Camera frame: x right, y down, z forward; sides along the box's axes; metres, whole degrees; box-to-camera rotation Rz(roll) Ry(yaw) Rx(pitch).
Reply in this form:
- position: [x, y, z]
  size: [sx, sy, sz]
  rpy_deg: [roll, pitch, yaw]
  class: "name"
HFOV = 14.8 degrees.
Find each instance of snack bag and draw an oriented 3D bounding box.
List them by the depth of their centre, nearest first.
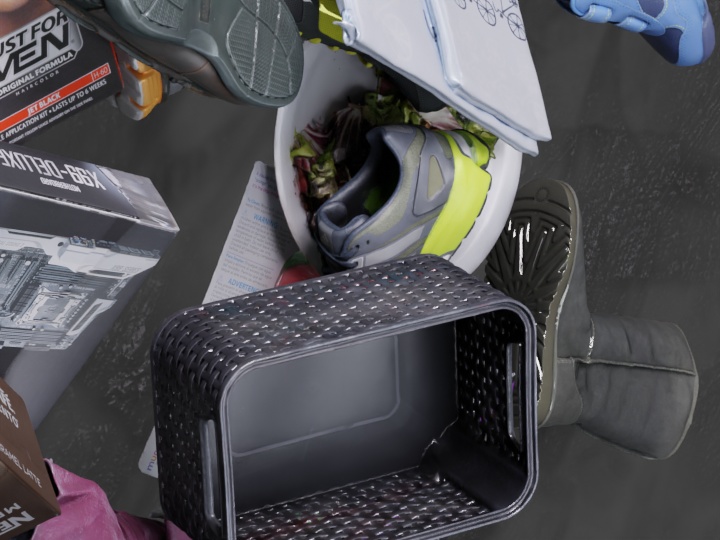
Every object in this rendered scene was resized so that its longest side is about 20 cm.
- position: [0.037, -0.179, 1.598]
  size: [0.021, 0.189, 0.200]
  rpy_deg: [-25, 149, 27]
  class: "snack bag"

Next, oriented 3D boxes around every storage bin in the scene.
- position: [-0.008, 0.081, 1.562]
  size: [0.199, 0.094, 0.136]
  rpy_deg: [-13, 113, -27]
  class: "storage bin"

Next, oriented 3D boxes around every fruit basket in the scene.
- position: [-0.043, 0.051, 1.725]
  size: [0.185, 0.094, 0.201]
  rpy_deg: [22, 82, -45]
  class: "fruit basket"

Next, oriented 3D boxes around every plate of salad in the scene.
- position: [0.032, -0.076, 1.700]
  size: [0.200, 0.048, 0.201]
  rpy_deg: [-5, 98, -39]
  class: "plate of salad"

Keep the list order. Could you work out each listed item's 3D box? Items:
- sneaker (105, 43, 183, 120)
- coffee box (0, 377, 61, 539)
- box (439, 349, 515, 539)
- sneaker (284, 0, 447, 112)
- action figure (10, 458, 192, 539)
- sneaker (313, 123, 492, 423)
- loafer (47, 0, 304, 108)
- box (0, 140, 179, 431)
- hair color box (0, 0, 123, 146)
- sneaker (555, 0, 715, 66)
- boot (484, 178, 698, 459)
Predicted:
- position: [-0.115, -0.182, 1.533]
  size: [0.077, 0.078, 0.201]
  rpy_deg: [-26, 138, -28]
  class: "sneaker"
- position: [-0.278, 0.121, 1.482]
  size: [0.199, 0.080, 0.114]
  rpy_deg: [-26, 149, 6]
  class: "coffee box"
- position: [0.037, 0.144, 1.791]
  size: [0.143, 0.036, 0.200]
  rpy_deg: [-45, 162, -20]
  class: "box"
- position: [-0.021, -0.160, 1.622]
  size: [0.085, 0.074, 0.200]
  rpy_deg: [-40, 116, -2]
  class: "sneaker"
- position: [-0.143, 0.168, 1.602]
  size: [0.200, 0.134, 0.150]
  rpy_deg: [13, 64, -46]
  class: "action figure"
- position: [0.000, 0.000, 1.635]
  size: [0.081, 0.074, 0.201]
  rpy_deg: [20, 95, -37]
  class: "sneaker"
- position: [-0.099, -0.137, 1.490]
  size: [0.200, 0.063, 0.072]
  rpy_deg: [27, 67, -60]
  class: "loafer"
- position: [-0.218, 0.021, 1.528]
  size: [0.157, 0.050, 0.200]
  rpy_deg: [14, 123, -43]
  class: "box"
- position: [-0.203, -0.165, 1.473]
  size: [0.101, 0.061, 0.201]
  rpy_deg: [-32, 129, -22]
  class: "hair color box"
- position: [0.154, -0.189, 1.758]
  size: [0.082, 0.074, 0.200]
  rpy_deg: [-48, 127, -6]
  class: "sneaker"
- position: [0.166, 0.036, 1.886]
  size: [0.200, 0.072, 0.183]
  rpy_deg: [7, 94, -47]
  class: "boot"
